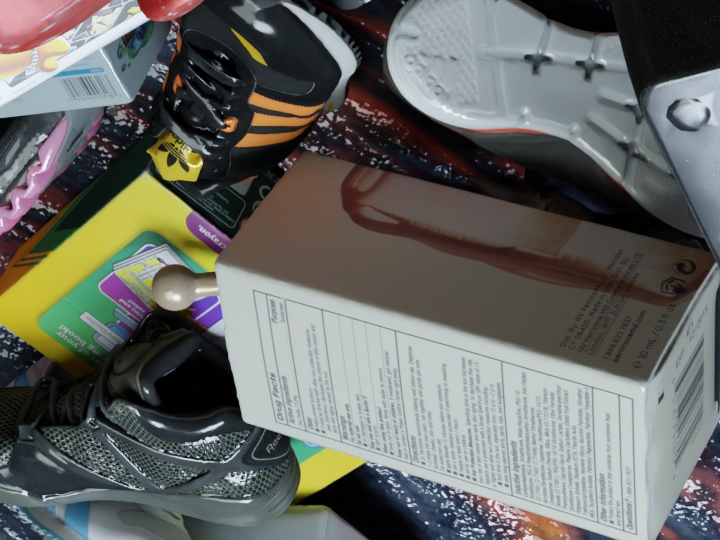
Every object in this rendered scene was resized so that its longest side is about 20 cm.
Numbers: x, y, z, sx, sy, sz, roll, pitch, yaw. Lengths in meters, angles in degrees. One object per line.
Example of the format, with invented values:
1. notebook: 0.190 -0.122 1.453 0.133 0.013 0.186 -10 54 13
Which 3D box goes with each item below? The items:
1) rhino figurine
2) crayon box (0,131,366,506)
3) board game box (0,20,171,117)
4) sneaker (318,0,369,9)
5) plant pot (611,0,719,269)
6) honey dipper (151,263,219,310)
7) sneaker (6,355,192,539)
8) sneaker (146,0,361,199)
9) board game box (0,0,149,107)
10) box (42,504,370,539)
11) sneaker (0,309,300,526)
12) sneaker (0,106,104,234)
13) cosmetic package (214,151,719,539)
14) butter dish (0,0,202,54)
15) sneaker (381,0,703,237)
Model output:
1. rhino figurine: 0.132 0.004 1.032 0.200 0.060 0.087 26 -175 -16
2. crayon box: -0.068 0.027 1.185 0.200 0.058 0.172 38 139 -16
3. board game box: -0.196 -0.163 1.041 0.147 0.064 0.200 -4 133 28
4. sneaker: -0.017 -0.209 0.907 0.074 0.079 0.201 10 126 49
5. plant pot: 0.198 -0.083 0.829 0.200 0.178 0.200 -13 127 26
6. honey dipper: 0.000 0.000 1.087 0.199 0.038 0.038 -6 135 3
7. sneaker: -0.138 0.115 1.238 0.200 0.081 0.077 35 173 37
8. sneaker: -0.054 -0.074 0.979 0.070 0.090 0.200 41 175 6
9. board game box: -0.130 -0.155 0.961 0.200 0.035 0.126 -30 123 5
10. box: -0.062 0.231 1.304 0.200 0.131 0.199 -5 150 31
11. sneaker: -0.134 0.068 1.161 0.199 0.076 0.114 6 136 17
12. sneaker: -0.209 -0.059 1.160 0.095 0.079 0.200 48 134 -9
13. cosmetic package: 0.048 0.031 0.981 0.200 0.087 0.104 16 137 23
14. butter dish: -0.108 -0.153 0.843 0.200 0.200 0.148 -43 115 6
15. sneaker: 0.100 -0.071 1.006 0.200 0.077 0.082 25 173 -11
